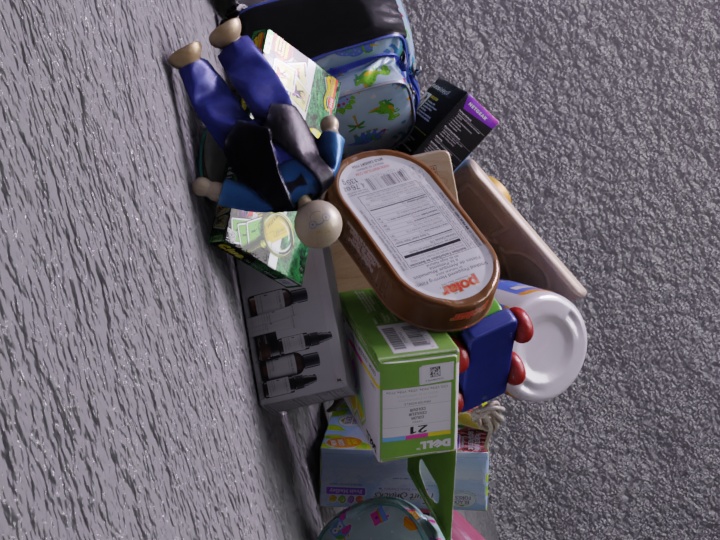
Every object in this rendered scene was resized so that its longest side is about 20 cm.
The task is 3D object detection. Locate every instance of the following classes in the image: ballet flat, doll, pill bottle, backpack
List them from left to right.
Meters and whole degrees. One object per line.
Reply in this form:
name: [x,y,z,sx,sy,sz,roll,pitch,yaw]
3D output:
ballet flat: [-0.101,-0.113,1.474,0.200,0.063,0.068,-83,159,-71]
doll: [-0.081,-0.102,1.360,0.200,0.136,0.048,56,-16,7]
backpack: [-0.026,-0.192,1.710,0.200,0.182,0.147,59,15,-69]
backpack: [0.039,0.307,1.516,0.127,0.166,0.201,52,20,-64]
pill bottle: [0.131,0.062,1.707,0.200,0.112,0.112,17,-55,59]

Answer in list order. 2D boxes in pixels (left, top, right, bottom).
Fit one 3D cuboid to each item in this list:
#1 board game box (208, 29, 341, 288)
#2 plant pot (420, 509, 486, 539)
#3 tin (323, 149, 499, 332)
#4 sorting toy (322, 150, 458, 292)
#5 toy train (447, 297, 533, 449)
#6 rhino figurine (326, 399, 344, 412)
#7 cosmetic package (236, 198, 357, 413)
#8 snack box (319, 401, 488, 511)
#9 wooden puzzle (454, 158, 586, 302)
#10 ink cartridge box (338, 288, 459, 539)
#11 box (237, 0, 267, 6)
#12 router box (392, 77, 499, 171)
board game box: [-0.071,-0.096,1.430,0.105,0.023,0.201,32,60,-47]
plant pot: [0.085,0.349,1.739,0.179,0.199,0.200,-120,-169,-53]
tin: [0.044,-0.030,1.475,0.200,0.112,0.042,54,-29,30]
sorting toy: [0.000,0.000,1.601,0.070,0.199,0.199,-162,-120,-73]
toy train: [0.092,0.076,1.553,0.116,0.084,0.200,57,-20,31]
rhino figurine: [-0.029,0.043,1.671,0.060,0.087,0.201,-96,-172,-87]
cosmetic package: [-0.062,0.019,1.474,0.051,0.082,0.201,58,20,-73]
snack box: [0.048,0.187,1.707,0.200,0.168,0.068,-61,152,-80]
wooden puzzle: [0.137,-0.025,1.765,0.185,0.046,0.200,49,-30,-6]
ink cartridge box: [0.032,0.134,1.496,0.148,0.075,0.201,-124,-149,-62]
box: [-0.093,-0.332,1.711,0.113,0.101,0.200,65,4,10]
router box: [0.065,-0.129,1.759,0.051,0.149,0.200,42,5,-12]
